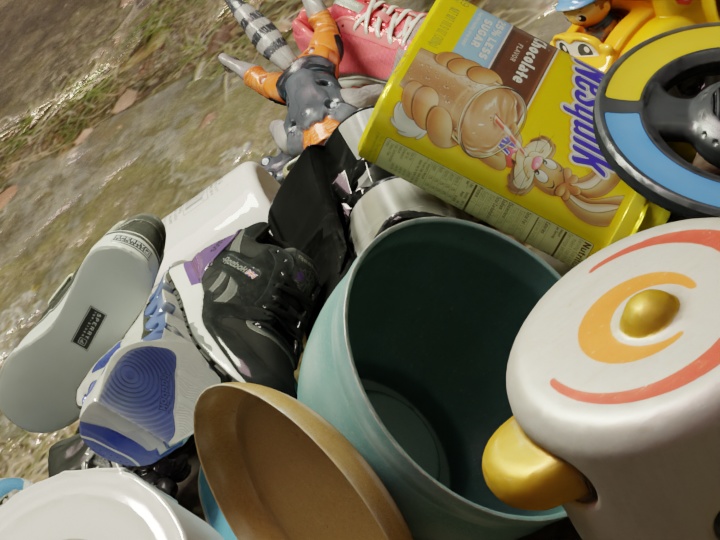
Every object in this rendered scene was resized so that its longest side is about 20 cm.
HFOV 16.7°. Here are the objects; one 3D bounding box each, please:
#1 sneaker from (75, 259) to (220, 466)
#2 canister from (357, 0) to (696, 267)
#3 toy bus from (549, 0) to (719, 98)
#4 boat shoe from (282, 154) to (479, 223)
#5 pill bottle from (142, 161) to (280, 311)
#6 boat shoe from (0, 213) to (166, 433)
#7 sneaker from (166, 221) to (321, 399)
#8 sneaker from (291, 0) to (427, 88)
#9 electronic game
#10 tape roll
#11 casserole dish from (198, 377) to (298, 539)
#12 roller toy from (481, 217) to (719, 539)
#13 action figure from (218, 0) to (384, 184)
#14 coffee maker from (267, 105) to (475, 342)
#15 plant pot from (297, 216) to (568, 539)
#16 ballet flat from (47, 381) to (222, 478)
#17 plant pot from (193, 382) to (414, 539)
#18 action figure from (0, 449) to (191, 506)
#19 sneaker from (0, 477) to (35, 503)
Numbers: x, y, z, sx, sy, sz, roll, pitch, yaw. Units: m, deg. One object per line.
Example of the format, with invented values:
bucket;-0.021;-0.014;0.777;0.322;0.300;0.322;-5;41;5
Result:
sneaker;-0.148;0.088;1.683;0.115;0.081;0.199;-52;8;30
canister;0.114;-0.086;1.625;0.149;0.200;0.087;-61;-2;-44
toy bus;0.196;-0.218;1.766;0.200;0.192;0.136;-47;30;-18
boat shoe;0.018;-0.060;1.860;0.200;0.068;0.075;-7;37;43
pill bottle;-0.131;0.017;1.864;0.200;0.114;0.114;-34;26;9
boat shoe;-0.197;0.040;1.790;0.200;0.071;0.064;-51;7;32
sneaker;-0.065;0.024;1.595;0.088;0.076;0.200;-37;31;3
sneaker;0.014;-0.194;2.064;0.200;0.087;0.074;-5;42;47
electronic game;0.248;-0.094;1.569;0.200;0.042;0.200;1;43;-1
tape roll;-0.170;0.227;1.532;0.202;0.071;0.203;-15;58;26
casserole dish;-0.068;0.138;1.604;0.200;0.039;0.121;-117;43;-64
roller toy;0.178;0.066;1.356;0.200;0.140;0.182;-9;38;31
action figure;-0.064;-0.130;2.016;0.200;0.105;0.193;-37;54;10
coffee maker;0.000;0.000;1.708;0.192;0.135;0.200;-35;27;7
plant pot;0.041;0.086;1.483;0.134;0.200;0.200;-42;16;45
ballet flat;-0.150;0.099;1.794;0.200;0.068;0.068;-33;50;7
plant pot;-0.025;0.145;1.441;0.027;0.200;0.200;-35;23;-27
action figure;-0.183;0.176;1.688;0.119;0.102;0.200;-33;25;34
sneaker;-0.280;0.226;1.760;0.072;0.072;0.200;-7;41;31
